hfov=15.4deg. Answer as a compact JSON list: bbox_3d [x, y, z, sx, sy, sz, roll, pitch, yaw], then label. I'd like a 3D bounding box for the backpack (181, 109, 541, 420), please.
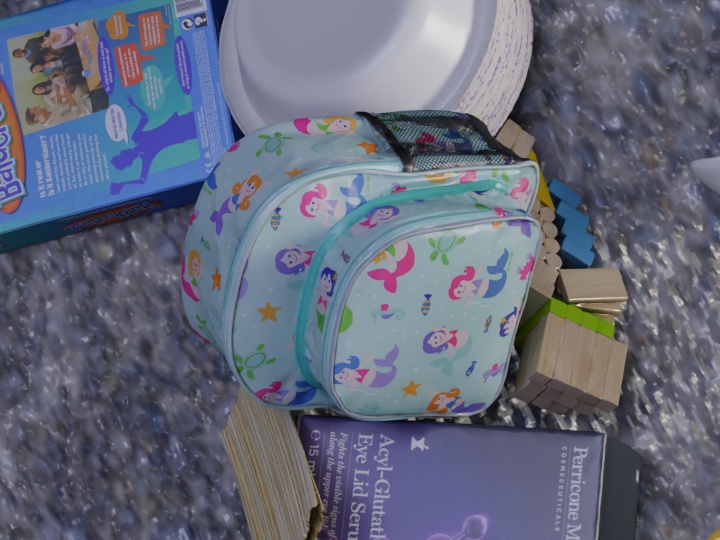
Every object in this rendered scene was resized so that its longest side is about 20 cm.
[{"bbox_3d":[0.000,0.000,1.574,0.151,0.200,0.178,-127,45,-52],"label":"backpack"}]

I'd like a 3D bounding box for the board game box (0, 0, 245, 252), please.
[{"bbox_3d":[-0.177,-0.108,1.785,0.200,0.045,0.152,-13,75,15],"label":"board game box"}]

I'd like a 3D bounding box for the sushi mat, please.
[{"bbox_3d":[-0.055,0.125,1.626,0.012,0.200,0.096,10,118,-18],"label":"sushi mat"}]

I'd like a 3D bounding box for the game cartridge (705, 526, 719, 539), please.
[{"bbox_3d":[0.301,0.208,1.572,0.176,0.032,0.200,-42,67,6],"label":"game cartridge"}]

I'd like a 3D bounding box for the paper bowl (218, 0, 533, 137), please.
[{"bbox_3d":[0.001,-0.152,1.686,0.200,0.104,0.201,-9,68,24],"label":"paper bowl"}]

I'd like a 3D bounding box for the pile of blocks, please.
[{"bbox_3d":[0.112,0.007,1.667,0.062,0.082,0.200,-47,49,51],"label":"pile of blocks"}]

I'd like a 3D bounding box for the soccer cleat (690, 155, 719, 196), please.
[{"bbox_3d":[0.272,-0.128,1.631,0.085,0.069,0.200,24,92,17],"label":"soccer cleat"}]

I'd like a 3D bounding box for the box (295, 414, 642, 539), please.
[{"bbox_3d":[0.062,0.170,1.617,0.200,0.104,0.148,1,79,19],"label":"box"}]
